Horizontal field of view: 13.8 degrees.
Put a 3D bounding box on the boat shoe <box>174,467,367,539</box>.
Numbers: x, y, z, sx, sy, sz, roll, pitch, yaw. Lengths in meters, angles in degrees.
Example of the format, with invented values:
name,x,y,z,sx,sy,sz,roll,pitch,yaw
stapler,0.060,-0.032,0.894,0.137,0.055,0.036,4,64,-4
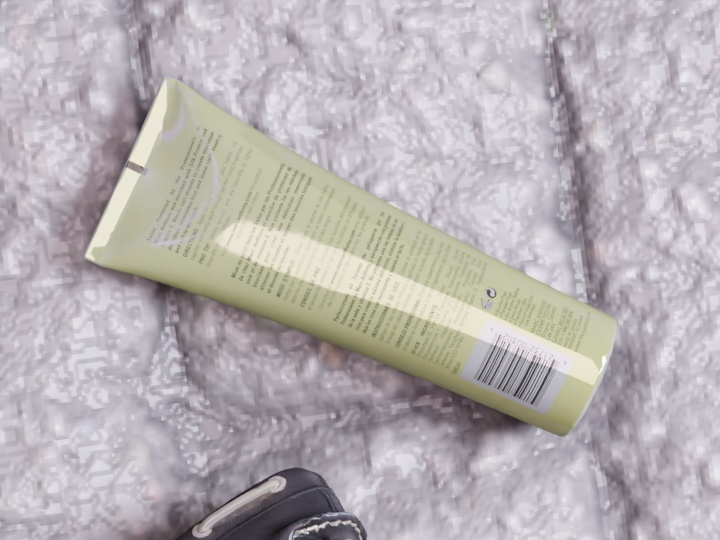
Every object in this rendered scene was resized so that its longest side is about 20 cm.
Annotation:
name,x,y,z,sx,sy,sz,roll,pitch,yaw
boat shoe,-0.084,0.147,1.105,0.200,0.074,0.060,-37,53,4

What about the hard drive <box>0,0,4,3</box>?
name,x,y,z,sx,sy,sz,roll,pitch,yaw
hard drive,-0.163,-0.164,1.116,0.200,0.042,0.135,-44,95,-11

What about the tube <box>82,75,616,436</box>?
name,x,y,z,sx,sy,sz,roll,pitch,yaw
tube,0.000,0.000,1.141,0.199,0.052,0.058,24,41,-6
